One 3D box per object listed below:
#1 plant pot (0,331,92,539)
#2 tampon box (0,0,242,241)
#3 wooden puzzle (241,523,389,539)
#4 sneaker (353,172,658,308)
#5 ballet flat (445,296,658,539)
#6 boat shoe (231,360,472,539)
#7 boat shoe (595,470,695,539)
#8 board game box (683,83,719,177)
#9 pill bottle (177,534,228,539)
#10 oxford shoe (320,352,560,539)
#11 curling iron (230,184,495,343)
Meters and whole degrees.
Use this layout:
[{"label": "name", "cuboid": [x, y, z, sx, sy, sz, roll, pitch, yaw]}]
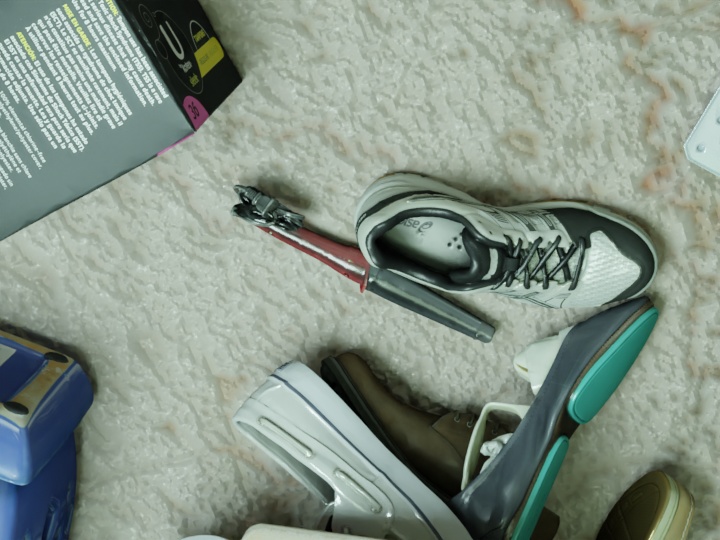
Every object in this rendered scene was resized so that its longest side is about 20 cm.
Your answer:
[{"label": "plant pot", "cuboid": [-0.292, 0.133, 1.080, 0.200, 0.200, 0.180, 20, 104, 0]}, {"label": "tampon box", "cuboid": [-0.197, -0.109, 1.007, 0.200, 0.150, 0.126, -26, 104, 15]}, {"label": "wooden puzzle", "cuboid": [0.045, 0.217, 1.013, 0.185, 0.046, 0.200, 1, 141, 35]}, {"label": "sneaker", "cuboid": [0.092, -0.006, 1.041, 0.200, 0.088, 0.076, 9, 109, 3]}, {"label": "ballet flat", "cuboid": [0.118, 0.090, 1.061, 0.073, 0.073, 0.200, 33, 81, -5]}, {"label": "boat shoe", "cuboid": [-0.001, 0.148, 1.050, 0.066, 0.072, 0.200, -41, 85, -20]}, {"label": "boat shoe", "cuboid": [0.191, 0.230, 1.128, 0.066, 0.074, 0.200, 15, 113, -12]}, {"label": "board game box", "cuboid": [0.334, -0.113, 1.004, 0.200, 0.026, 0.200, 27, 111, -3]}, {"label": "pill bottle", "cuboid": [-0.083, 0.273, 1.067, 0.112, 0.112, 0.200, -12, 123, 11]}, {"label": "oxford shoe", "cuboid": [0.055, 0.121, 1.111, 0.200, 0.073, 0.084, 45, 80, -2]}, {"label": "curling iron", "cuboid": [0.000, 0.000, 1.078, 0.200, 0.050, 0.026, 30, 90, -9]}]
